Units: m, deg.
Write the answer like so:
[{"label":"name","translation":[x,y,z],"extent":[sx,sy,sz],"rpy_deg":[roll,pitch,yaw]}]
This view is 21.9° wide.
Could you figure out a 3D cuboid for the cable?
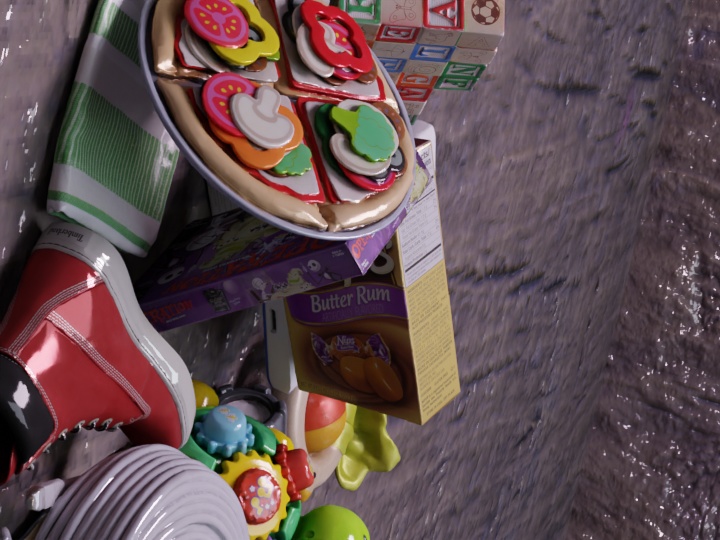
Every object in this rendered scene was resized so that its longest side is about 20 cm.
[{"label":"cable","translation":[-0.134,0.205,1.122],"extent":[0.200,0.069,0.202],"rpy_deg":[-29,125,-57]}]

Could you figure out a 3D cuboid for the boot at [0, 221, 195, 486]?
[{"label":"boot","translation":[-0.172,0.087,1.115],"extent":[0.145,0.072,0.201],"rpy_deg":[-64,150,-29]}]

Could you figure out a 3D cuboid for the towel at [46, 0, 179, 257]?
[{"label":"towel","translation":[-0.133,-0.117,1.145],"extent":[0.153,0.023,0.202],"rpy_deg":[35,71,-72]}]

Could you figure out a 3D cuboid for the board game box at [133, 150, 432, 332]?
[{"label":"board game box","translation":[-0.059,-0.015,1.203],"extent":[0.032,0.199,0.120],"rpy_deg":[58,37,-23]}]

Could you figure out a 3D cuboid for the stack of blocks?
[{"label":"stack of blocks","translation":[0.028,-0.164,1.342],"extent":[0.200,0.114,0.059],"rpy_deg":[121,-29,-73]}]

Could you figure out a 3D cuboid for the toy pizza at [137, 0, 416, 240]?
[{"label":"toy pizza","translation":[-0.042,-0.109,1.117],"extent":[0.032,0.200,0.200],"rpy_deg":[-41,-172,40]}]

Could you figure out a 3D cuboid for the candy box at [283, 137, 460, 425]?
[{"label":"candy box","translation":[0.000,0.000,1.305],"extent":[0.056,0.116,0.202],"rpy_deg":[-35,127,-43]}]

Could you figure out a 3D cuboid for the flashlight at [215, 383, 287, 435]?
[{"label":"flashlight","translation":[-0.094,0.187,1.470],"extent":[0.068,0.067,0.202],"rpy_deg":[-56,154,-54]}]

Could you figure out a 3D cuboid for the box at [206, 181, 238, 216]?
[{"label":"box","translation":[-0.085,-0.077,1.309],"extent":[0.201,0.041,0.039],"rpy_deg":[85,27,-48]}]

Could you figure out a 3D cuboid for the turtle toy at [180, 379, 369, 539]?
[{"label":"turtle toy","translation":[-0.080,0.171,1.326],"extent":[0.199,0.101,0.147],"rpy_deg":[34,66,-28]}]

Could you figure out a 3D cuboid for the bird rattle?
[{"label":"bird rattle","translation":[-0.027,0.099,1.527],"extent":[0.163,0.112,0.202],"rpy_deg":[-53,153,-56]}]

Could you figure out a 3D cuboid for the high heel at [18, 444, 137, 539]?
[{"label":"high heel","translation":[-0.191,0.172,1.128],"extent":[0.201,0.071,0.143],"rpy_deg":[-61,161,-23]}]

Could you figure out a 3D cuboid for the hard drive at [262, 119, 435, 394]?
[{"label":"hard drive","translation":[-0.007,-0.013,1.435],"extent":[0.200,0.025,0.133],"rpy_deg":[-42,143,-40]}]

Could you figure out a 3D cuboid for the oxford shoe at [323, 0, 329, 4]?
[{"label":"oxford shoe","translation":[-0.049,-0.182,1.235],"extent":[0.201,0.074,0.058],"rpy_deg":[102,-21,-46]}]
